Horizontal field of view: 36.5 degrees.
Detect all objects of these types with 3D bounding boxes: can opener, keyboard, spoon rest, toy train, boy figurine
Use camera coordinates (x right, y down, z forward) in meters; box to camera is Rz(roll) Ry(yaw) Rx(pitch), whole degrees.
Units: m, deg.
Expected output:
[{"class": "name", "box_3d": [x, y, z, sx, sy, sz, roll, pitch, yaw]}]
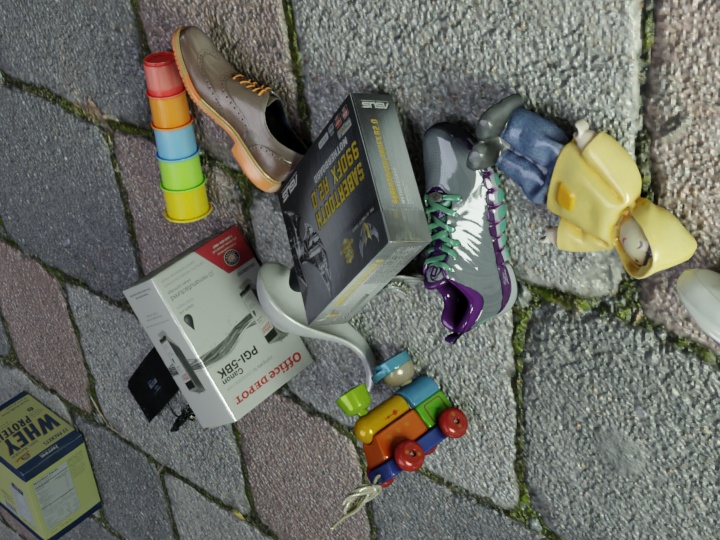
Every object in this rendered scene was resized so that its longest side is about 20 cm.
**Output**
[{"class": "can opener", "box_3d": [0.000, 0.000, 1.178, 0.200, 0.052, 0.067, -6, 79, 49]}, {"class": "keyboard", "box_3d": [-0.301, 0.192, 1.689, 0.127, 0.021, 0.200, 57, 146, 7]}, {"class": "spoon rest", "box_3d": [-0.046, 0.068, 1.255, 0.061, 0.099, 0.200, -35, 102, 21]}, {"class": "toy train", "box_3d": [0.012, 0.174, 1.167, 0.116, 0.200, 0.085, 55, 145, 7]}, {"class": "boy figurine", "box_3d": [0.182, -0.059, 0.902, 0.200, 0.064, 0.125, 42, 140, 23]}]

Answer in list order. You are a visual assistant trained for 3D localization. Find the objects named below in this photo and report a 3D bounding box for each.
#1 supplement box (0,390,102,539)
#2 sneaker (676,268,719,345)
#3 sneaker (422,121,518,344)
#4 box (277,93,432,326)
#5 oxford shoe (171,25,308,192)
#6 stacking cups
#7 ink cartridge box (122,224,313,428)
[{"class": "supplement box", "box_3d": [-0.629, 0.381, 2.114, 0.200, 0.134, 0.201, 26, 135, 34]}, {"class": "sneaker", "box_3d": [0.334, 0.033, 0.811, 0.200, 0.075, 0.100, 29, 119, 31]}, {"class": "sneaker", "box_3d": [0.088, -0.032, 1.007, 0.074, 0.087, 0.201, 4, 121, 47]}, {"class": "box", "box_3d": [-0.013, -0.055, 1.082, 0.200, 0.048, 0.159, -45, 53, 55]}, {"class": "oxford shoe", "box_3d": [-0.123, -0.184, 1.161, 0.073, 0.071, 0.200, -32, 97, 35]}, {"class": "stacking cups", "box_3d": [-0.223, -0.157, 1.290, 0.060, 0.060, 0.201, 19, 129, 39]}, {"class": "ink cartridge box", "box_3d": [-0.170, 0.069, 1.333, 0.083, 0.147, 0.201, -18, 105, 51]}]
